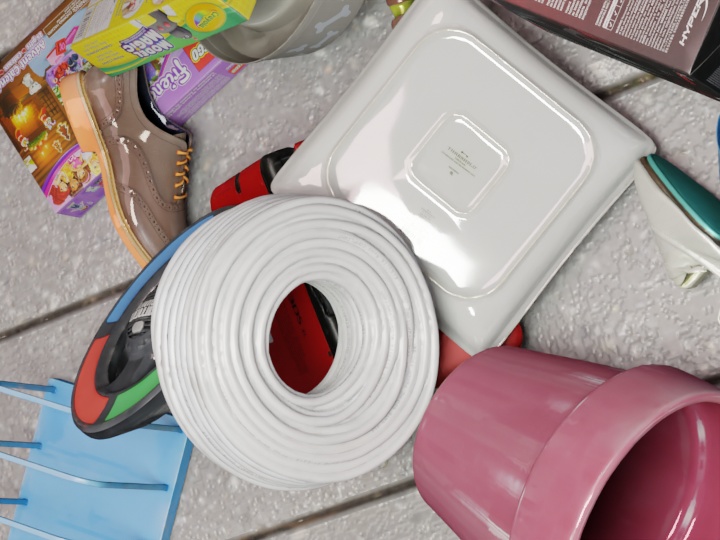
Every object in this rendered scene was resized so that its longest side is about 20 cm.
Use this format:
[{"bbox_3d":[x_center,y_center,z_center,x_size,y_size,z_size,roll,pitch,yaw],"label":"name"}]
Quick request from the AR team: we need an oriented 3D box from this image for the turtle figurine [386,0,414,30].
[{"bbox_3d":[0.070,-0.142,1.645,0.199,0.064,0.162,-3,99,28],"label":"turtle figurine"}]

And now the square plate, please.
[{"bbox_3d":[0.071,-0.073,1.587,0.200,0.028,0.198,39,92,3],"label":"square plate"}]

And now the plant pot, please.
[{"bbox_3d":[0.140,0.141,1.518,0.179,0.200,0.201,27,96,43],"label":"plant pot"}]

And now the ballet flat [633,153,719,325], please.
[{"bbox_3d":[0.250,0.001,1.542,0.200,0.069,0.070,41,102,21],"label":"ballet flat"}]

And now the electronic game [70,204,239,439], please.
[{"bbox_3d":[-0.138,0.036,1.622,0.200,0.042,0.200,-40,25,23],"label":"electronic game"}]

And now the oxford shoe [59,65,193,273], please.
[{"bbox_3d":[-0.157,-0.069,1.730,0.073,0.071,0.200,-24,98,11],"label":"oxford shoe"}]

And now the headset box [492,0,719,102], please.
[{"bbox_3d":[0.176,-0.187,1.551,0.200,0.149,0.077,25,94,26],"label":"headset box"}]

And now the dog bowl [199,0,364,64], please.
[{"bbox_3d":[-0.059,-0.251,1.689,0.200,0.059,0.201,-5,83,49],"label":"dog bowl"}]

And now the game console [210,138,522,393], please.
[{"bbox_3d":[0.000,0.000,1.660,0.172,0.118,0.201,-27,84,60],"label":"game console"}]

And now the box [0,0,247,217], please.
[{"bbox_3d":[-0.197,-0.157,1.797,0.200,0.039,0.137,-41,70,17],"label":"box"}]

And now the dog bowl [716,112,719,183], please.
[{"bbox_3d":[0.292,-0.034,1.492,0.111,0.050,0.201,-4,63,-4],"label":"dog bowl"}]

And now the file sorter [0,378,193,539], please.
[{"bbox_3d":[-0.235,0.192,1.729,0.138,0.123,0.201,15,91,28],"label":"file sorter"}]

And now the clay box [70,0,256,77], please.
[{"bbox_3d":[-0.122,-0.219,1.646,0.200,0.048,0.115,-13,50,48],"label":"clay box"}]

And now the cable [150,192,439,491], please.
[{"bbox_3d":[-0.041,0.048,1.523,0.069,0.199,0.201,-1,95,58],"label":"cable"}]
